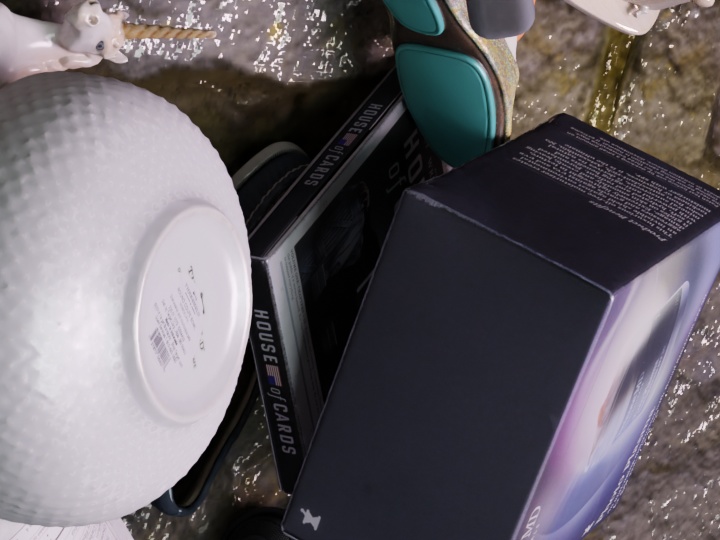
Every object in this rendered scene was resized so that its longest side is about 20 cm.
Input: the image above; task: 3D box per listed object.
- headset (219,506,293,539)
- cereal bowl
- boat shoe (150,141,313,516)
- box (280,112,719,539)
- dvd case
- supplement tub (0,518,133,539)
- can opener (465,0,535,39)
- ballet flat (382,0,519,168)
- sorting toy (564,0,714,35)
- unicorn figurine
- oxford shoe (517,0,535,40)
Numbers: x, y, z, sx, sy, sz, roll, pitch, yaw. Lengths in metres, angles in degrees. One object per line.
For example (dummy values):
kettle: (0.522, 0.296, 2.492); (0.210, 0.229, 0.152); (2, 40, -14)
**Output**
headset: (-0.029, 0.151, 1.435); (0.123, 0.094, 0.200); (-7, 131, -41)
cereal bowl: (-0.105, 0.015, 1.112); (0.200, 0.083, 0.200); (-19, 112, -60)
boat shoe: (-0.066, 0.031, 1.322); (0.075, 0.062, 0.200); (31, 88, -48)
box: (0.080, 0.049, 1.299); (0.198, 0.123, 0.200); (-28, 142, -59)
dvd case: (0.000, 0.000, 1.341); (0.200, 0.025, 0.150); (-51, 141, -45)
supplement tub: (-0.185, 0.121, 1.203); (0.132, 0.132, 0.200); (-43, 136, -19)
can opener: (0.040, -0.191, 1.164); (0.066, 0.053, 0.200); (-12, 135, 7)
ballet flat: (0.046, -0.131, 1.288); (0.071, 0.071, 0.200); (-45, 139, -17)
sorting toy: (0.169, -0.232, 1.357); (0.107, 0.200, 0.180); (19, 83, -16)
unicorn figurine: (-0.185, -0.087, 1.146); (0.200, 0.074, 0.137); (-44, 147, 2)
oxford shoe: (0.054, -0.199, 1.313); (0.073, 0.071, 0.200); (-18, 123, -33)
